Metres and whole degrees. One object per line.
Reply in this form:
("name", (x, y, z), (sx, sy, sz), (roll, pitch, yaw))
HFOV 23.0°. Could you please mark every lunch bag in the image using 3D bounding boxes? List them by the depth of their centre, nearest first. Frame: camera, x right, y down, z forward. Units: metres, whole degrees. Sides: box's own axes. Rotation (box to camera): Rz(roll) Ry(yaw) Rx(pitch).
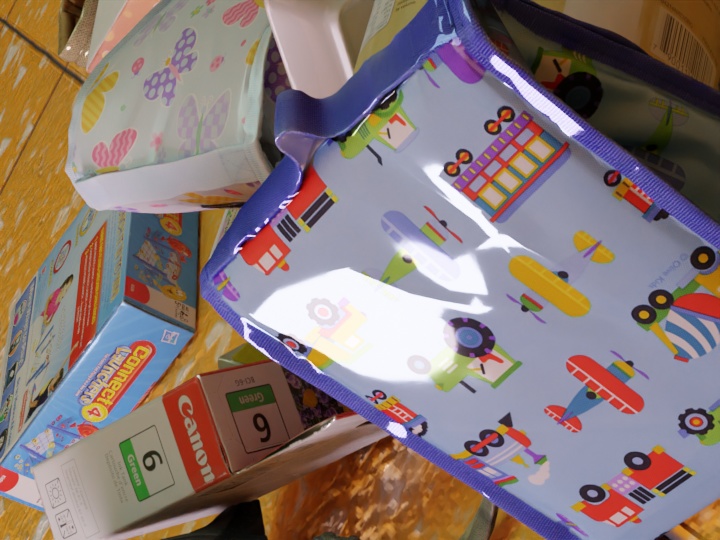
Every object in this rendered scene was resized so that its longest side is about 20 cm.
("lunch bag", (0.053, -0.002, 0.587), (0.151, 0.200, 0.094), (-43, 30, 38))
("lunch bag", (-0.041, -0.097, 0.912), (0.169, 0.127, 0.200), (-8, 31, 48))

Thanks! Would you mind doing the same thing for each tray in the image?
("tray", (0.038, -0.129, 0.811), (0.022, 0.108, 0.200), (12, 44, 39))

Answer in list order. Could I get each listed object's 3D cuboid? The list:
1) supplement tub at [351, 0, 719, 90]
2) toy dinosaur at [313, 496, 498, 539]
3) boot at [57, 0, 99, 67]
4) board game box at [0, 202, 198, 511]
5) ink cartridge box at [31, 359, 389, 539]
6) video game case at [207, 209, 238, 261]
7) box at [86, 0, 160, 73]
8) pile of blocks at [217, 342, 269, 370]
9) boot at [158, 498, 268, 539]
("supplement tub", (0.080, -0.108, 0.720), (0.145, 0.144, 0.201), (-26, 42, 55))
("toy dinosaur", (0.003, 0.156, 0.732), (0.200, 0.047, 0.088), (-62, 27, -4))
("boot", (-0.124, -0.191, 1.231), (0.073, 0.155, 0.200), (-47, 26, 48))
("board game box", (-0.189, 0.035, 1.258), (0.196, 0.056, 0.200), (-50, 26, 29))
("ink cartridge box", (-0.049, 0.072, 0.813), (0.200, 0.109, 0.051), (-30, 76, 40))
("video game case", (-0.023, -0.089, 1.081), (0.182, 0.024, 0.201), (-20, 48, 59))
("box", (-0.068, -0.193, 1.080), (0.200, 0.124, 0.098), (-50, 26, 40))
("pile of blocks", (0.000, 0.000, 0.862), (0.200, 0.082, 0.062), (-36, -5, 40))
("boot", (-0.106, 0.145, 0.800), (0.200, 0.131, 0.070), (112, 152, -80))
